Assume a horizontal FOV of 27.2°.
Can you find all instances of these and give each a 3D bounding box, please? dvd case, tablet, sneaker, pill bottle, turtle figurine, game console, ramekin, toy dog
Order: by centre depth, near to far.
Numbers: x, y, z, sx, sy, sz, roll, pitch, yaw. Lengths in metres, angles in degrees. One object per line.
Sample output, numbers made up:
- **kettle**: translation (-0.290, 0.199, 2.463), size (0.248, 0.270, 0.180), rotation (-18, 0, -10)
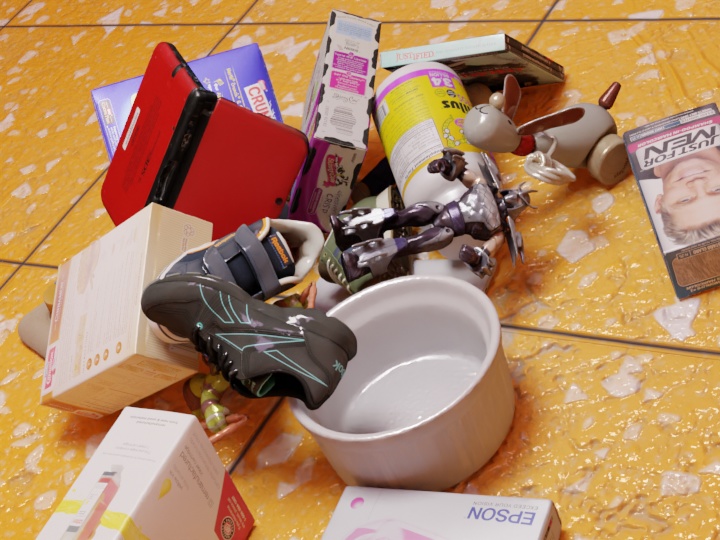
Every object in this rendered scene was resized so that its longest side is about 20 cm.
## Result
- **sneaker**: translation (-0.104, 0.060, 1.281), size (0.197, 0.076, 0.080), rotation (15, 64, 14)
- **ramekin**: translation (0.041, 0.106, 1.315), size (0.198, 0.098, 0.202), rotation (-16, 37, 12)
- **sneaker**: translation (-0.114, 0.000, 1.393), size (0.079, 0.079, 0.199), rotation (-21, 10, 45)
- **turtle figurine**: translation (-0.122, 0.093, 1.396), size (0.201, 0.064, 0.161), rotation (-58, 9, -26)
- **toy dog**: translation (0.199, -0.152, 1.482), size (0.131, 0.097, 0.199), rotation (28, 18, 28)
- **tablet**: translation (0.030, 0.033, 1.486), size (0.198, 0.014, 0.131), rotation (-1, 42, 29)
- **sneaker**: translation (0.000, 0.000, 1.486), size (0.089, 0.067, 0.201), rotation (-21, 35, 20)
- **pill bottle**: translation (0.083, -0.110, 1.519), size (0.103, 0.105, 0.202), rotation (-22, 54, 4)
- **game console**: translation (-0.167, -0.106, 1.547), size (0.117, 0.202, 0.173), rotation (6, 32, -37)
- **dvd case**: translation (0.126, -0.223, 1.629), size (0.144, 0.199, 0.022), rotation (-5, 84, 25)

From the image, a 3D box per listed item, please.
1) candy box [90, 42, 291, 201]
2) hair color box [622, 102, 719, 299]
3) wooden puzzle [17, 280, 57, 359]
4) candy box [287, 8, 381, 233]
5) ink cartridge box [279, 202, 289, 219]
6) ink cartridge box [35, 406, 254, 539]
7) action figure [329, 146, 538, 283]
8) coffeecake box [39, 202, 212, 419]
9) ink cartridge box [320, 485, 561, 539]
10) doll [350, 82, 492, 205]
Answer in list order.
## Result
- **candy box**: translation (-0.183, -0.142, 1.671), size (0.197, 0.077, 0.171), rotation (-16, 78, -6)
- **hair color box**: translation (0.318, -0.070, 1.403), size (0.099, 0.061, 0.201), rotation (-18, 37, 10)
- **wooden puzzle**: translation (-0.270, 0.027, 1.642), size (0.200, 0.047, 0.184), rotation (-41, 39, -21)
- **candy box**: translation (-0.027, -0.160, 1.592), size (0.060, 0.137, 0.202), rotation (12, 50, -8)
- **ink cartridge box**: translation (-0.146, -0.087, 1.604), size (0.099, 0.201, 0.039), rotation (-33, -5, -9)
- **ink cartridge box**: translation (-0.188, 0.239, 1.245), size (0.082, 0.146, 0.201), rotation (4, 45, 31)
- **action figure**: translation (0.074, -0.044, 1.395), size (0.197, 0.070, 0.131), rotation (-16, 60, -3)
- **coffeecake box**: translation (-0.232, 0.045, 1.462), size (0.199, 0.072, 0.156), rotation (-26, 53, 48)
- **ink cartridge box**: translation (0.040, 0.261, 1.171), size (0.194, 0.044, 0.201), rotation (-1, 41, 29)
- **doll**: translation (0.081, -0.132, 1.631), size (0.136, 0.049, 0.200), rotation (26, 61, 37)
